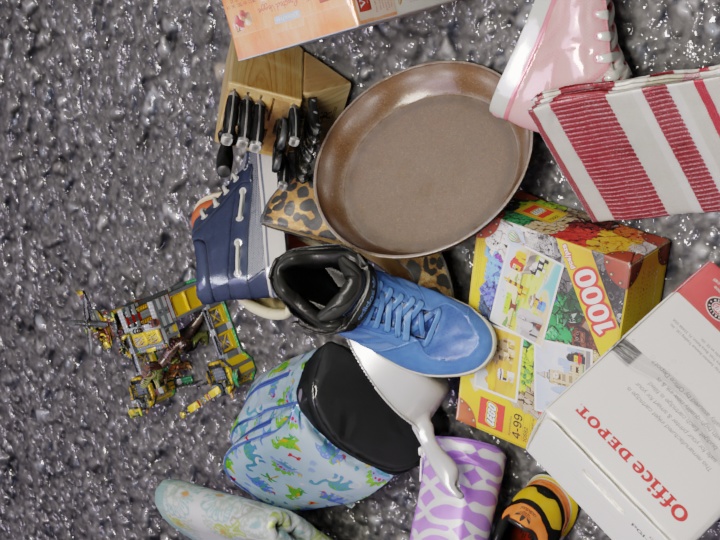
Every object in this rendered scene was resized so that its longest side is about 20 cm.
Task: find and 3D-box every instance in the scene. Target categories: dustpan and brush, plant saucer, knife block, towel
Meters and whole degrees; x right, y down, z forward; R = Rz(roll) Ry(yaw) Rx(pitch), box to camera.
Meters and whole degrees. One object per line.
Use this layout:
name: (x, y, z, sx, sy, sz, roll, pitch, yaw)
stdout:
dustpan and brush: (0.047, 0.113, 1.343, 0.057, 0.139, 0.200, -46, 62, 13)
plant saucer: (0.056, -0.090, 1.281, 0.199, 0.201, 0.032, 18, 158, 33)
knife block: (-0.104, -0.152, 1.355, 0.200, 0.175, 0.065, 39, 126, 28)
towel: (0.243, -0.096, 1.155, 0.198, 0.023, 0.144, -5, 137, 35)
towel: (-0.095, 0.277, 1.536, 0.170, 0.049, 0.200, 3, 153, 39)

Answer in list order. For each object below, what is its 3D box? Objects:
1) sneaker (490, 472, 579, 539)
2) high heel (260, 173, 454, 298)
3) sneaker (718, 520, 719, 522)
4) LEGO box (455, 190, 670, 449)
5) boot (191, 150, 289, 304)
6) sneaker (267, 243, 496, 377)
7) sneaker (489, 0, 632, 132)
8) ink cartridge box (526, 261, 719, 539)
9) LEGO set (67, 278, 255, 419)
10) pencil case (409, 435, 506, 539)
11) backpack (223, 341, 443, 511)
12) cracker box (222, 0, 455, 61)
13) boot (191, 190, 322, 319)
sneaker: (0.138, 0.284, 1.391, 0.070, 0.090, 0.202, 30, 123, 27)
high heel: (0.000, 0.000, 1.356, 0.202, 0.141, 0.071, 66, 158, 6)
sneaker: (0.300, 0.192, 1.241, 0.199, 0.070, 0.109, 29, 130, 21)
LEGO box: (0.170, 0.052, 1.285, 0.148, 0.077, 0.202, 20, 118, 32)
boot: (-0.116, -0.063, 1.407, 0.073, 0.089, 0.202, 80, -177, -57)
sneaker: (0.016, 0.035, 1.246, 0.198, 0.111, 0.077, 24, 90, 10)
sneaker: (0.185, -0.193, 1.189, 0.104, 0.075, 0.202, 28, 116, 11)
ink cartridge box: (0.248, 0.115, 1.157, 0.147, 0.199, 0.083, 46, 157, 16)
LEGO set: (-0.221, 0.089, 1.589, 0.198, 0.115, 0.156, -3, 105, 40)
pencil case: (0.076, 0.245, 1.365, 0.084, 0.202, 0.084, 13, 163, -1)
backpack: (-0.046, 0.157, 1.459, 0.163, 0.155, 0.199, 36, 161, -27)
cracker box: (0.001, -0.229, 1.234, 0.133, 0.199, 0.058, -8, 102, 40)
boot: (-0.109, -0.015, 1.470, 0.199, 0.107, 0.076, 28, 124, 30)
